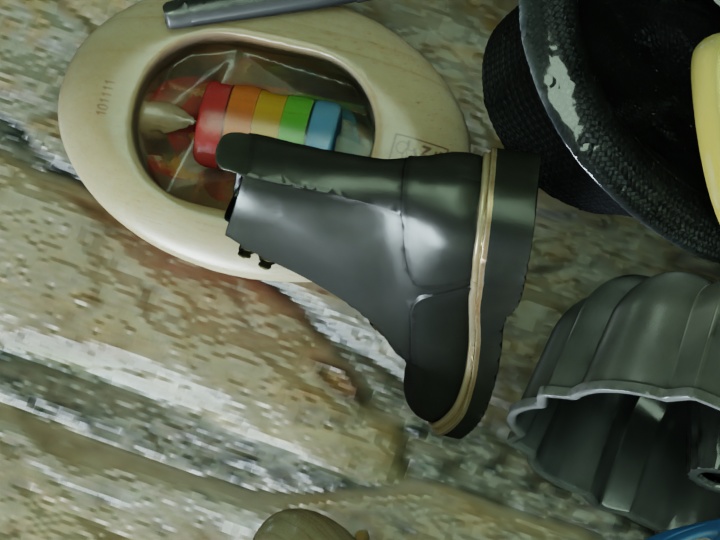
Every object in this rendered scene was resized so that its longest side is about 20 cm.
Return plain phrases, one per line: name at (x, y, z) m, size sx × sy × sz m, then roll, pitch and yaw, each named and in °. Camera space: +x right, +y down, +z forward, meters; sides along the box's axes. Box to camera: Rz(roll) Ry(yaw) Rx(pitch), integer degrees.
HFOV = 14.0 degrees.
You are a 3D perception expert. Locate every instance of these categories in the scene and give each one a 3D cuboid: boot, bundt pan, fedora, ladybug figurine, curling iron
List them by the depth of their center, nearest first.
fedora at (0.125, -0.080, 1.305) m, size 0.200 × 0.092 × 0.201 m, roll 16°, pitch 65°, yaw -37°
bundt pan at (0.170, 0.061, 1.307) m, size 0.201 × 0.202 × 0.076 m, roll 16°, pitch 70°, yaw 4°
boot at (0.000, 0.000, 1.313) m, size 0.138 × 0.200 × 0.078 m, roll 8°, pitch 54°, yaw -1°
curling iron at (0.008, -0.136, 1.340) m, size 0.200 × 0.050 × 0.026 m, roll -7°, pitch 98°, yaw 3°
ladybug figurine at (-0.042, -0.061, 1.381) m, size 0.200 × 0.072 × 0.136 m, roll 15°, pitch 85°, yaw 4°

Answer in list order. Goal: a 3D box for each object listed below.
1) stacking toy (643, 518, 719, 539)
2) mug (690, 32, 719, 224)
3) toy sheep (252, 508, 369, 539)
stacking toy at (0.181, 0.210, 1.284) m, size 0.116 × 0.110 × 0.200 m, roll -27°, pitch 96°, yaw -34°
mug at (0.242, -0.060, 1.266) m, size 0.186 × 0.149 × 0.154 m, roll -9°, pitch 89°, yaw 10°
toy sheep at (-0.030, 0.201, 1.334) m, size 0.138 × 0.138 × 0.200 m, roll 5°, pitch 113°, yaw 3°
